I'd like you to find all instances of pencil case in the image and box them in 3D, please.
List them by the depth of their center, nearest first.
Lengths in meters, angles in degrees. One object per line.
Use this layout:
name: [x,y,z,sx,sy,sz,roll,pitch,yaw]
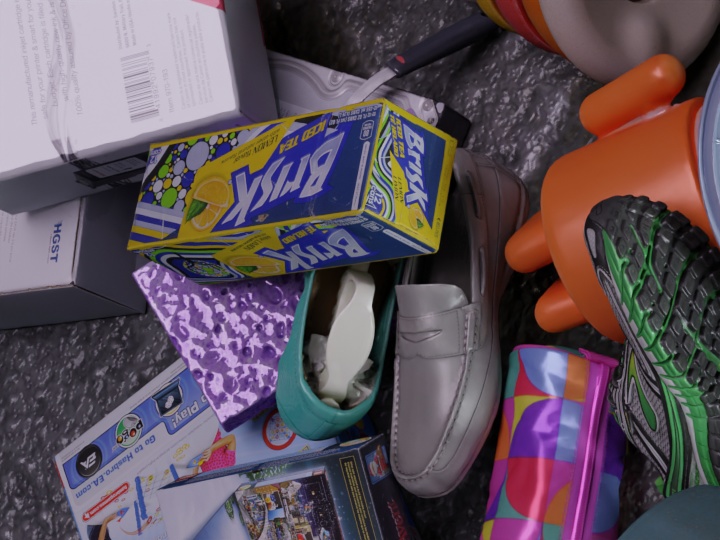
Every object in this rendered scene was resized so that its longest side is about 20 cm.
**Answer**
pencil case: [0.108,0.141,1.325,0.088,0.088,0.201,-2,72,36]

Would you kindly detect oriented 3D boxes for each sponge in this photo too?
sponge: [-0.025,0.000,1.438,0.199,0.030,0.112,-31,73,-1]

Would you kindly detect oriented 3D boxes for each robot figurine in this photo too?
robot figurine: [0.178,-0.033,1.314,0.199,0.116,0.145,-23,59,28]

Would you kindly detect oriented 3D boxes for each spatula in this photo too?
spatula: [0.009,-0.111,1.479,0.200,0.021,0.057,-33,39,-9]

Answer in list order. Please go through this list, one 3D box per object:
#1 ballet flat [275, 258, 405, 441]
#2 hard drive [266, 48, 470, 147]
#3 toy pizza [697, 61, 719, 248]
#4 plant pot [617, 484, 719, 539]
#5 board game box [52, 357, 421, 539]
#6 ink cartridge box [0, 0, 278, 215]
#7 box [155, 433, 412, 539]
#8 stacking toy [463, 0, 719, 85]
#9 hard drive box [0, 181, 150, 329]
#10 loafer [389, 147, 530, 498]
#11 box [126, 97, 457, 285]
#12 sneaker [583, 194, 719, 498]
ballet flat: [0.000,0.000,1.379,0.070,0.067,0.201,165,118,-67]
hard drive: [-0.037,-0.063,1.538,0.199,0.038,0.140,21,87,39]
toy pizza: [0.263,-0.050,1.238,0.032,0.199,0.201,146,135,-70]
plant pot: [0.218,0.208,1.162,0.196,0.200,0.201,28,91,48]
board game box: [-0.078,0.147,1.478,0.200,0.056,0.196,-37,55,20]
ink cartridge box: [-0.166,-0.133,1.535,0.199,0.083,0.146,-14,76,15]
box: [-0.027,0.205,1.366,0.136,0.038,0.201,-13,93,25]
stacking toy: [0.110,-0.182,1.434,0.200,0.146,0.147,6,76,54]
hard drive box: [-0.239,-0.044,1.654,0.199,0.077,0.157,-6,70,35]
loafer: [0.045,0.027,1.354,0.070,0.070,0.201,-8,64,42]
box: [-0.041,-0.042,1.348,0.199,0.064,0.070,-8,64,46]
sneaker: [0.158,0.052,1.263,0.085,0.201,0.078,-5,29,39]
